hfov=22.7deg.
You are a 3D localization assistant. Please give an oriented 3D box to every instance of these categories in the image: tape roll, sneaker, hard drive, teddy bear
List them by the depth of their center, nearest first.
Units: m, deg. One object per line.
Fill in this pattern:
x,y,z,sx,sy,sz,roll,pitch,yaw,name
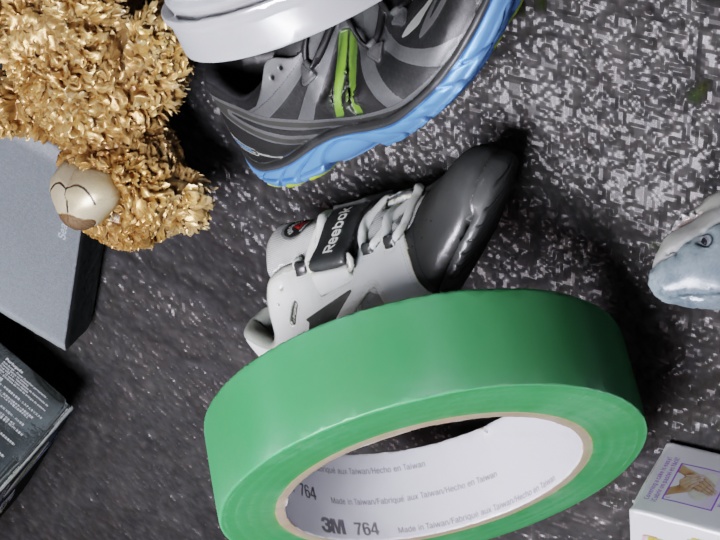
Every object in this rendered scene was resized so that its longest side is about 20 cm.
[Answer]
-0.002,-0.100,0.777,0.083,0.071,0.199,48,139,-16,sneaker
0.029,0.076,0.817,0.198,0.049,0.201,-10,152,-5,tape roll
0.000,0.000,0.841,0.088,0.074,0.200,37,135,1,sneaker
-0.138,-0.098,0.853,0.143,0.067,0.202,8,117,12,teddy bear
-0.228,-0.057,0.991,0.199,0.033,0.140,29,134,12,hard drive

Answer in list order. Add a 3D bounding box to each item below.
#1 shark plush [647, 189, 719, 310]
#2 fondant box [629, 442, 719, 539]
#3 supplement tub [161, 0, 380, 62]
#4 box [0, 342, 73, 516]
0.217,0.003,0.697,0.198,0.083,0.092,19,131,22,shark plush
0.228,0.173,0.840,0.198,0.058,0.146,11,128,26,fondant box
-0.055,-0.198,0.685,0.143,0.145,0.201,-7,118,37,supplement tub
-0.287,0.073,1.071,0.200,0.086,0.164,40,148,0,box
